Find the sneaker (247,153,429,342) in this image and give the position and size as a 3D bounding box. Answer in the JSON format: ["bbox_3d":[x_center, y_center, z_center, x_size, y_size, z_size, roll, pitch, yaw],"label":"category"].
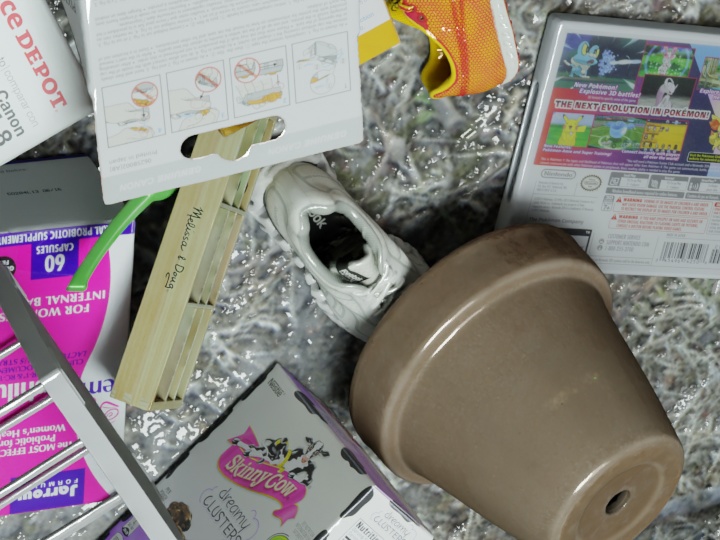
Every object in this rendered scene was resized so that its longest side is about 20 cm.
[{"bbox_3d":[0.000,0.000,1.782,0.075,0.081,0.200,-45,126,0],"label":"sneaker"}]

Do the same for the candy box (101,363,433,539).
[{"bbox_3d":[-0.073,0.185,1.789,0.200,0.168,0.072,-45,126,2],"label":"candy box"}]

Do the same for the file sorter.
[{"bbox_3d":[-0.199,0.127,1.601,0.124,0.139,0.200,-33,125,-3],"label":"file sorter"}]

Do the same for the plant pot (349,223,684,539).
[{"bbox_3d":[0.120,0.096,1.794,0.200,0.175,0.200,-28,143,-23],"label":"plant pot"}]

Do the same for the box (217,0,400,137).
[{"bbox_3d":[-0.066,-0.187,1.514,0.119,0.041,0.200,-28,121,-9],"label":"box"}]

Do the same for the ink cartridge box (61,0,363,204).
[{"bbox_3d":[-0.082,-0.149,1.480,0.162,0.057,0.200,-14,129,-17],"label":"ink cartridge box"}]

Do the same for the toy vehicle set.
[{"bbox_3d":[-0.101,-0.012,1.678,0.026,0.124,0.200,19,91,5],"label":"toy vehicle set"}]

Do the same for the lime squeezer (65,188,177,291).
[{"bbox_3d":[-0.142,-0.082,1.635,0.071,0.200,0.038,-3,163,1],"label":"lime squeezer"}]

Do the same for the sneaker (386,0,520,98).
[{"bbox_3d":[0.048,-0.194,1.711,0.077,0.073,0.200,-17,119,-4],"label":"sneaker"}]

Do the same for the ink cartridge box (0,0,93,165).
[{"bbox_3d":[-0.279,-0.126,1.551,0.200,0.145,0.145,-31,123,-8],"label":"ink cartridge box"}]

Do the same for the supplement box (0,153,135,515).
[{"bbox_3d":[-0.207,0.042,1.697,0.101,0.103,0.200,-7,120,-22],"label":"supplement box"}]

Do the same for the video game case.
[{"bbox_3d":[0.198,-0.083,1.864,0.200,0.023,0.182,3,114,-25],"label":"video game case"}]
